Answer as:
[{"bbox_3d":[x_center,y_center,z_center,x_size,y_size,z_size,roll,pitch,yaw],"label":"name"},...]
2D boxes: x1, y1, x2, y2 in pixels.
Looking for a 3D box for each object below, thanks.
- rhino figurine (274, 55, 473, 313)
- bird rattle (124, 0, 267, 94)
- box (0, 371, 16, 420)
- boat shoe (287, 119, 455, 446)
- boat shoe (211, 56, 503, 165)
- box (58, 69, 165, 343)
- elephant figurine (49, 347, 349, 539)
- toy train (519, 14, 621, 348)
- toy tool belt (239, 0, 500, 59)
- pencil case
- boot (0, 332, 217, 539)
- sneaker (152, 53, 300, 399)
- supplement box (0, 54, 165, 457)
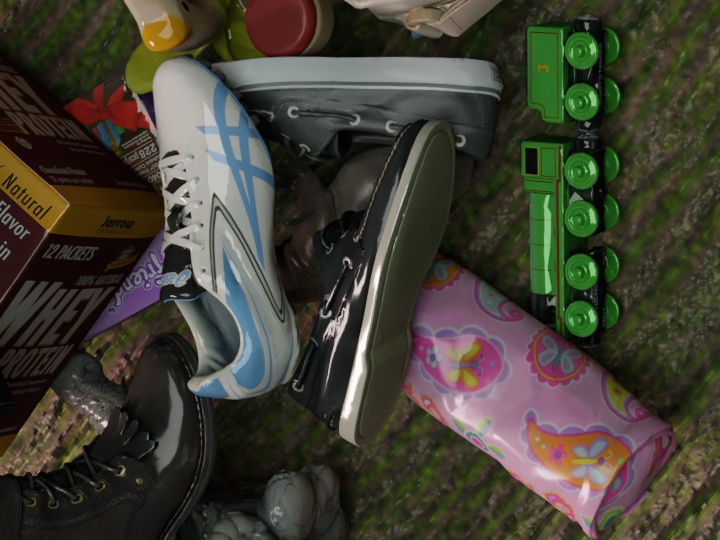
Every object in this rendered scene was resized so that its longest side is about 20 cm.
[{"bbox_3d":[-0.017,-0.033,1.555,0.200,0.060,0.087,-42,85,9],"label":"rhino figurine"},{"bbox_3d":[-0.111,-0.202,1.520,0.113,0.163,0.200,-11,101,13],"label":"bird rattle"},{"bbox_3d":[-0.322,0.048,1.488,0.200,0.048,0.193,-36,74,20],"label":"box"},{"bbox_3d":[0.001,0.000,1.474,0.066,0.074,0.199,24,118,24],"label":"boat shoe"},{"bbox_3d":[-0.017,-0.091,1.493,0.200,0.069,0.057,-1,82,14],"label":"boat shoe"},{"bbox_3d":[-0.189,-0.024,1.634,0.200,0.039,0.137,-29,90,20],"label":"box"},{"bbox_3d":[-0.118,0.158,1.606,0.200,0.142,0.155,14,65,22],"label":"elephant figurine"},{"bbox_3d":[0.123,-0.053,1.528,0.056,0.042,0.200,7,103,31],"label":"toy train"},{"bbox_3d":[0.037,-0.187,1.498,0.200,0.123,0.125,-37,75,25],"label":"toy tool belt"},{"bbox_3d":[0.088,0.071,1.524,0.200,0.087,0.087,35,108,21],"label":"pencil case"},{"bbox_3d":[-0.179,0.128,1.469,0.069,0.174,0.200,20,100,52],"label":"boot"},{"bbox_3d":[-0.086,-0.024,1.463,0.072,0.072,0.200,-11,93,52],"label":"sneaker"},{"bbox_3d":[-0.262,-0.020,1.559,0.197,0.133,0.200,41,105,19],"label":"supplement box"}]
